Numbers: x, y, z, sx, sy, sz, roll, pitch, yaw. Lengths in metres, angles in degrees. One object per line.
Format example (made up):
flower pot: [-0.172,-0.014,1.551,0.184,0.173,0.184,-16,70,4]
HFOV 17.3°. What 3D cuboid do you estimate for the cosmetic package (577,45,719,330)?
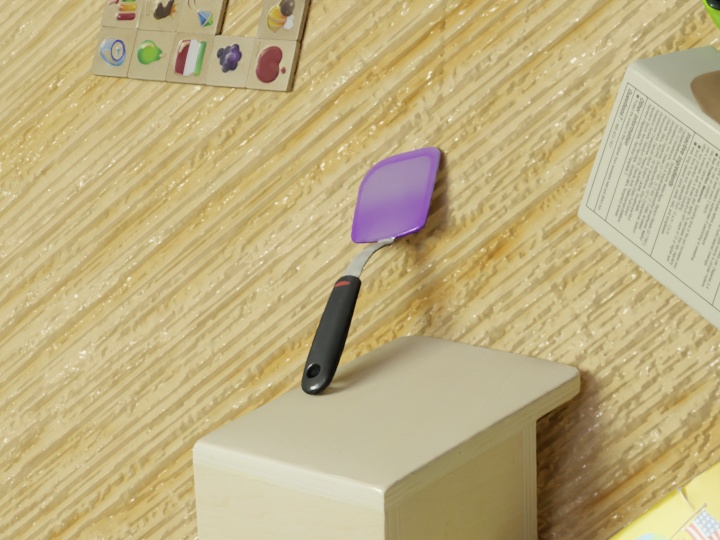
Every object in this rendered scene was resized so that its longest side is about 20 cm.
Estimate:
cosmetic package: [0.215,-0.022,1.235,0.200,0.071,0.106,43,130,33]

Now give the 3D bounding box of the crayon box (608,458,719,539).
crayon box: [0.158,0.206,1.246,0.200,0.051,0.127,-40,60,19]

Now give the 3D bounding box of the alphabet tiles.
alphabet tiles: [-0.092,-0.219,1.550,0.166,0.008,0.202,8,81,35]

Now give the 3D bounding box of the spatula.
spatula: [0.000,0.000,1.369,0.056,0.021,0.201,-11,35,31]

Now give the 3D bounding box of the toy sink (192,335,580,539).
toy sink: [0.021,0.125,1.306,0.130,0.200,0.113,10,112,34]

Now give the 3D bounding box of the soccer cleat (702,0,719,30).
soccer cleat: [0.276,-0.161,1.247,0.199,0.081,0.068,-18,68,28]
